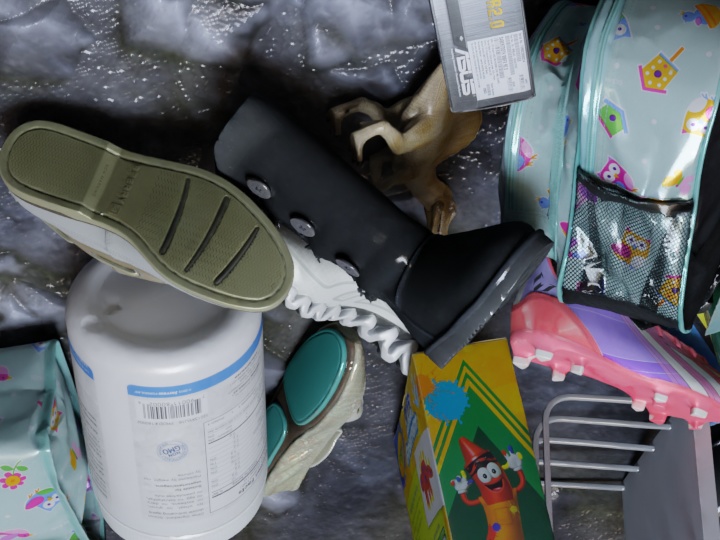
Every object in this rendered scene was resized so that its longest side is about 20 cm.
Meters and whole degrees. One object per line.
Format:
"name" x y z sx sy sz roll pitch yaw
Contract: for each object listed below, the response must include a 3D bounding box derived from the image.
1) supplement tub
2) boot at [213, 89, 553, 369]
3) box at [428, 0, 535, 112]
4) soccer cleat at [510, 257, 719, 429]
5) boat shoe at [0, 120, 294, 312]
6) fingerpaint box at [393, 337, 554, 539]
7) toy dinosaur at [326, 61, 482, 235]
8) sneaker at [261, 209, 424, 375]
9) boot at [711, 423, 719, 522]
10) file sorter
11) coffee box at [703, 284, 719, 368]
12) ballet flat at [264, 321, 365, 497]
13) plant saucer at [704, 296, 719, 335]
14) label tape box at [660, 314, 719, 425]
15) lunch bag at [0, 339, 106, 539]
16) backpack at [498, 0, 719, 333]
"supplement tub" -0.131 0.086 1.081 0.131 0.132 0.200 -3 134 -5
"boot" 0.005 -0.040 0.932 0.200 0.066 0.165 44 151 4
"box" 0.046 -0.208 0.810 0.048 0.159 0.200 -10 133 5
"soccer cleat" 0.192 0.054 1.075 0.200 0.077 0.067 20 162 -21
"boat shoe" -0.130 -0.031 0.981 0.200 0.075 0.068 29 165 7
"fingerpaint box" 0.079 0.163 1.112 0.073 0.167 0.200 -9 157 -7
"toy dinosaur" 0.035 -0.095 1.000 0.101 0.058 0.200 -12 143 -17
"sneaker" 0.000 0.000 1.067 0.081 0.075 0.200 -44 133 20
"boot" 0.341 0.137 1.168 0.200 0.165 0.066 -27 115 18
"file sorter" 0.182 0.191 1.185 0.124 0.139 0.200 4 152 -4
"coffee box" 0.335 0.044 1.027 0.199 0.123 0.044 -14 135 6
"ballet flat" -0.034 0.104 1.167 0.062 0.068 0.200 5 142 -32
"plant saucer" 0.272 -0.044 0.974 0.039 0.201 0.201 24 133 13
"label tape box" 0.310 0.022 1.131 0.200 0.066 0.143 -25 131 20
"lunch bag" -0.281 0.157 1.135 0.170 0.122 0.200 -6 138 0
"backpack" 0.169 -0.092 0.925 0.153 0.176 0.200 21 130 14
